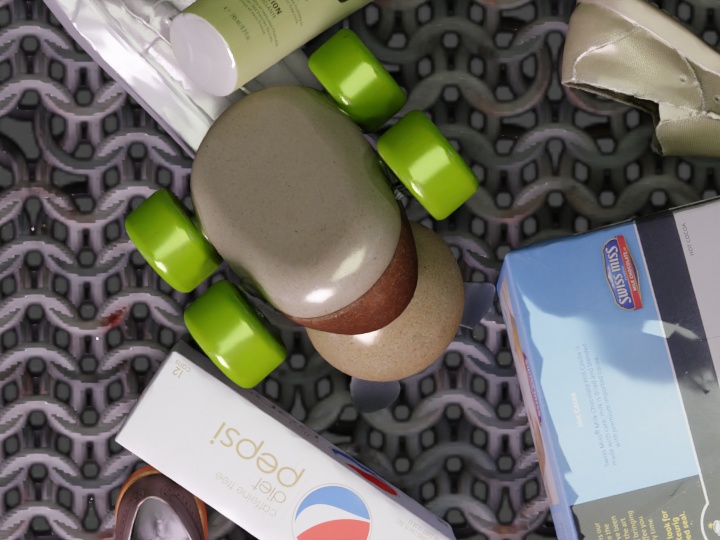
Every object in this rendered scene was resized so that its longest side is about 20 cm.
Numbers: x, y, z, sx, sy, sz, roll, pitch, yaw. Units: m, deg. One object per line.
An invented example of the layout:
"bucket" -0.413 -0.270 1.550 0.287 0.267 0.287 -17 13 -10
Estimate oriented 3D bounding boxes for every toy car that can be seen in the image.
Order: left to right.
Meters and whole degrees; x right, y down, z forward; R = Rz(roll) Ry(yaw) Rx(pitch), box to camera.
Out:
"toy car" 0.000 0.000 1.074 0.164 0.200 0.158 -40 49 3

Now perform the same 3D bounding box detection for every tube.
"tube" -0.022 -0.169 1.075 0.200 0.052 0.058 -39 136 -34

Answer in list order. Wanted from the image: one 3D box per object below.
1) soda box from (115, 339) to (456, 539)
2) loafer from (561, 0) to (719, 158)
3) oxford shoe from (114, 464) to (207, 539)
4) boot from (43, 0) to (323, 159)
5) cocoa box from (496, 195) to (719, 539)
"soda box" -0.042 0.124 1.112 0.199 0.068 0.064 34 91 -3
"loafer" 0.200 -0.091 1.111 0.199 0.076 0.069 33 93 6
"oxford shoe" -0.110 0.217 1.112 0.071 0.073 0.202 -12 94 -2
"boot" -0.108 -0.146 1.102 0.096 0.074 0.200 -45 102 -5
"cocoa box" 0.160 0.079 1.069 0.130 0.133 0.202 -13 82 0
